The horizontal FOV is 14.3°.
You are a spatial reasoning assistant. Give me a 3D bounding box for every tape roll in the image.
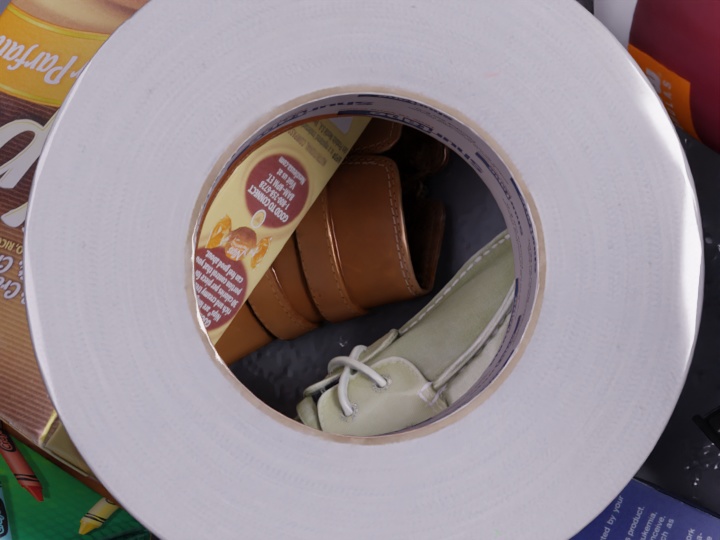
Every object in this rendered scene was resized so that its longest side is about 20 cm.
[{"bbox_3d":[0.000,0.000,0.864,0.200,0.066,0.201,0,86,-2],"label":"tape roll"}]

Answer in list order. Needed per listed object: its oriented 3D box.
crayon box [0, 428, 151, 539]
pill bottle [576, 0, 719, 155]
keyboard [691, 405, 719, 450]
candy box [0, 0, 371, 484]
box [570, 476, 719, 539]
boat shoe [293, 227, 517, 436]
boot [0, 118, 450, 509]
[{"bbox_3d":[-0.150,0.149,0.972,0.119,0.058,0.200,29,117,31],"label":"crayon box"},{"bbox_3d":[0.146,-0.078,0.872,0.200,0.113,0.113,37,97,31],"label":"pill bottle"},{"bbox_3d":[0.167,0.103,0.837,0.127,0.021,0.200,-31,51,-13],"label":"keyboard"},{"bbox_3d":[-0.075,-0.043,0.946,0.115,0.055,0.200,32,84,31],"label":"candy box"},{"bbox_3d":[0.118,0.144,0.883,0.200,0.032,0.121,24,90,29],"label":"box"},{"bbox_3d":[0.009,0.057,0.931,0.200,0.062,0.072,-54,26,9],"label":"boat shoe"},{"bbox_3d":[-0.046,0.012,0.982,0.155,0.074,0.200,-1,81,24],"label":"boot"}]
